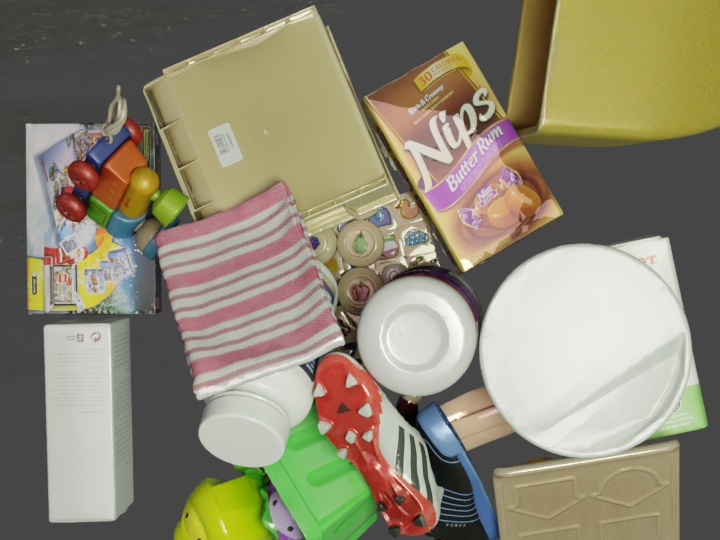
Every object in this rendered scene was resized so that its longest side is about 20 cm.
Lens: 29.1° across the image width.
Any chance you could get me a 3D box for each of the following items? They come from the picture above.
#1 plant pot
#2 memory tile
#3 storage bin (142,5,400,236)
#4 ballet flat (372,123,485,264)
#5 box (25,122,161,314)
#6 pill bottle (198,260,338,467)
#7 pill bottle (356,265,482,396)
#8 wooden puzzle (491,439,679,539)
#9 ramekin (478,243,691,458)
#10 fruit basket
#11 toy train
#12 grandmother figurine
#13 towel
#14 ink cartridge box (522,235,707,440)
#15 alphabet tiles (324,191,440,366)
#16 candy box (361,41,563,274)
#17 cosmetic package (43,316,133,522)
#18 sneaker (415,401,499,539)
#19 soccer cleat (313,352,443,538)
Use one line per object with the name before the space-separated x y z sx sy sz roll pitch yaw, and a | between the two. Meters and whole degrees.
plant pot | 0.266 -0.212 1.369 0.199 0.194 0.196 9 92 -5
memory tile | -0.074 -0.029 1.456 0.199 0.017 0.154 0 90 5
storage bin | -0.090 -0.132 1.407 0.198 0.094 0.200 -23 83 2
ballet flat | 0.082 -0.097 1.433 0.076 0.064 0.200 -33 91 -10
box | -0.279 -0.054 1.456 0.136 0.038 0.201 0 92 1
pill bottle | -0.092 0.084 1.328 0.111 0.111 0.200 13 48 1
pill bottle | 0.062 0.054 1.361 0.112 0.200 0.113 1 94 7
wooden puzzle | 0.230 0.240 1.411 0.185 0.046 0.200 -9 132 2
ramekin | 0.213 0.074 1.337 0.202 0.094 0.203 0 93 4
fruit basket | -0.107 0.223 1.390 0.215 0.156 0.216 -1 59 1
toy train | -0.214 -0.089 1.340 0.116 0.200 0.085 39 58 -2
grandmother figurine | 0.077 0.171 1.445 0.200 0.061 0.122 -25 97 1
towel | -0.108 0.016 1.287 0.146 0.030 0.200 -23 52 2
ink cartridge box | 0.259 0.074 1.425 0.145 0.084 0.201 -12 93 2
alphabet tiles | 0.000 0.000 1.468 0.166 0.006 0.201 -16 92 2
candy box | 0.099 -0.110 1.376 0.116 0.056 0.200 -30 87 -4
cosmetic package | -0.279 0.151 1.432 0.071 0.101 0.201 -1 91 2
sneaker | 0.082 0.221 1.406 0.078 0.070 0.200 -26 125 -1
soccer cleat | 0.020 0.159 1.318 0.069 0.085 0.200 -24 102 29
